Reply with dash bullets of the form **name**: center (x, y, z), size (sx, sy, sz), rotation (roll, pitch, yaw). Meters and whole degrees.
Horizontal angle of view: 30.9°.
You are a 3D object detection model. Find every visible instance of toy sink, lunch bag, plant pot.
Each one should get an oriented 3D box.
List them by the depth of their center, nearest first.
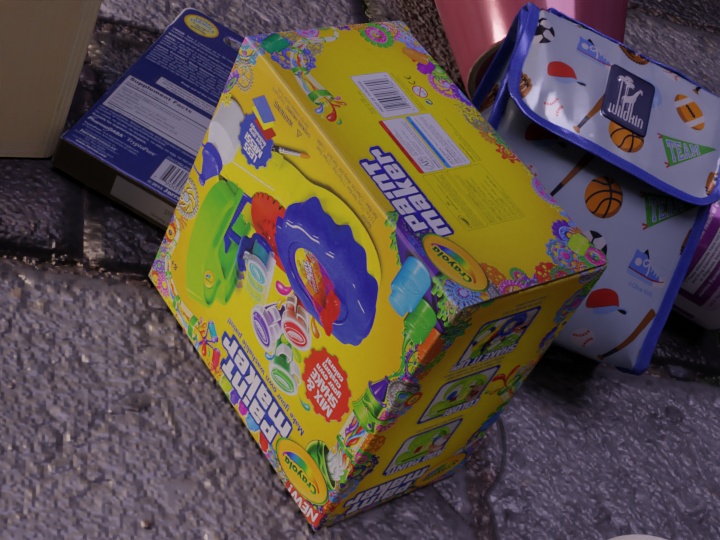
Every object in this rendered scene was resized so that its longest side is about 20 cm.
- **toy sink**: center (-0.231, -0.186, 0.795), size (0.111, 0.201, 0.131), rotation (-2, 50, -32)
- **lunch bag**: center (0.142, -0.056, 0.871), size (0.168, 0.202, 0.124), rotation (24, -1, -10)
- **plant pot**: center (0.143, -0.233, 1.089), size (0.198, 0.200, 0.181), rotation (10, 58, -21)

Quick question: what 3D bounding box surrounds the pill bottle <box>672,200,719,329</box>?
- **pill bottle**: center (0.211, -0.050, 0.987), size (0.199, 0.113, 0.113), rotation (30, 40, 0)

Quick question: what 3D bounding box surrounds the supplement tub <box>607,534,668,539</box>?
- **supplement tub**: center (0.097, 0.225, 0.612), size (0.145, 0.146, 0.199), rotation (46, 43, 19)

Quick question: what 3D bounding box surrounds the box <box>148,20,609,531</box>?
- **box**: center (0.000, 0.000, 0.748), size (0.121, 0.194, 0.201), rotation (-14, 56, -40)

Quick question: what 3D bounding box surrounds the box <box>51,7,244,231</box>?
- **box**: center (-0.114, -0.103, 0.910), size (0.120, 0.033, 0.201), rotation (30, 42, -1)
